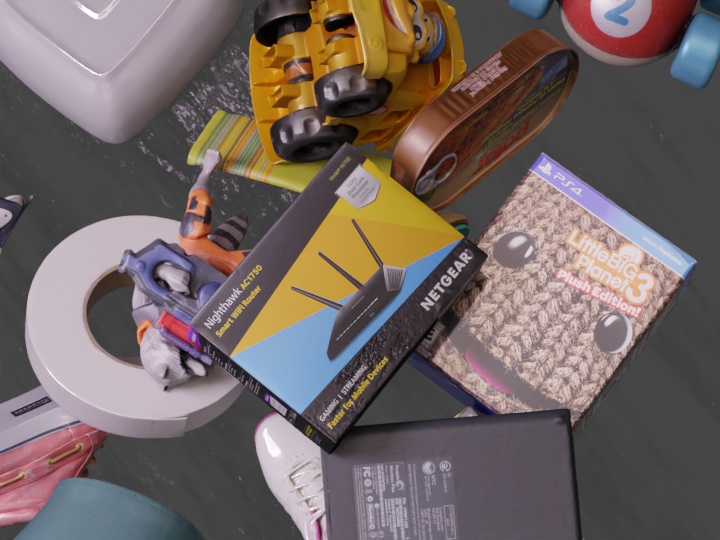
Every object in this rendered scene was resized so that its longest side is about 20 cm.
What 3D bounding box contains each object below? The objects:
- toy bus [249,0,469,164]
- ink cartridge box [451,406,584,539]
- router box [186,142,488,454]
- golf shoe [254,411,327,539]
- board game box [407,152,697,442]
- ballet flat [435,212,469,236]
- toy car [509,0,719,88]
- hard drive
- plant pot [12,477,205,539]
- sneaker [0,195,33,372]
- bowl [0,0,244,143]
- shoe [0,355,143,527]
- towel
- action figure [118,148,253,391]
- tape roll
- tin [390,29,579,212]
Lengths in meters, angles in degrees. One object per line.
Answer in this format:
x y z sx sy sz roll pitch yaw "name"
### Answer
0.022 -0.175 1.603 0.191 0.200 0.136 1 70 -26 "toy bus"
0.116 0.223 1.577 0.109 0.050 0.200 -41 79 -6 "ink cartridge box"
-0.018 0.021 1.505 0.149 0.051 0.200 38 71 5 "router box"
-0.022 0.196 1.573 0.075 0.092 0.200 -36 76 -2 "golf shoe"
0.156 0.035 1.591 0.159 0.097 0.200 35 82 11 "board game box"
0.000 0.000 1.629 0.200 0.069 0.063 -37 67 -5 "ballet flat"
0.247 -0.288 1.586 0.184 0.200 0.177 23 54 6 "toy car"
0.072 0.186 1.501 0.199 0.033 0.140 -5 83 3 "hard drive"
-0.219 0.276 1.527 0.199 0.200 0.188 17 65 8 "plant pot"
-0.325 -0.009 1.647 0.129 0.079 0.200 -29 93 -22 "sneaker"
-0.228 -0.241 1.697 0.200 0.075 0.200 39 82 13 "bowl"
-0.248 0.146 1.617 0.200 0.071 0.091 -22 116 -22 "shoe"
-0.045 -0.087 1.651 0.199 0.018 0.086 17 36 8 "towel"
-0.110 0.025 1.578 0.200 0.105 0.194 41 62 -15 "action figure"
-0.181 0.046 1.605 0.202 0.037 0.203 6 56 -10 "tape roll"
0.104 -0.127 1.613 0.200 0.112 0.042 -38 60 -22 "tin"
